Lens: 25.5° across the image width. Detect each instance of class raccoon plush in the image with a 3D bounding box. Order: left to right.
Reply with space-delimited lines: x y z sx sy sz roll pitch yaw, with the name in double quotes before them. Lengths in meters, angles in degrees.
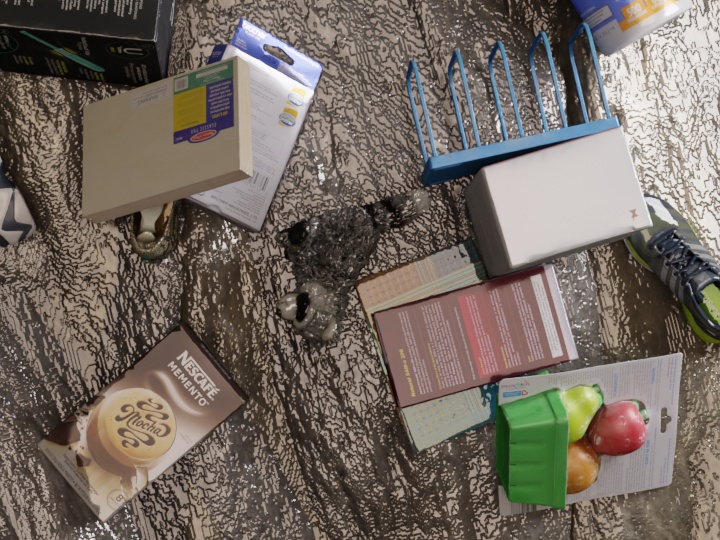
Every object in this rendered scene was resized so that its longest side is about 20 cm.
"raccoon plush" 0.000 0.000 1.699 0.200 0.097 0.134 -20 84 0

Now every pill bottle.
"pill bottle" 0.261 -0.342 1.708 0.112 0.112 0.200 -30 91 -1

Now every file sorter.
"file sorter" 0.155 -0.177 1.692 0.199 0.139 0.123 -12 87 -2

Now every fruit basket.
"fruit basket" 0.242 0.172 1.701 0.200 0.094 0.186 -12 125 -12

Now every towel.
"towel" 0.091 0.082 1.747 0.146 0.022 0.200 -20 88 -3

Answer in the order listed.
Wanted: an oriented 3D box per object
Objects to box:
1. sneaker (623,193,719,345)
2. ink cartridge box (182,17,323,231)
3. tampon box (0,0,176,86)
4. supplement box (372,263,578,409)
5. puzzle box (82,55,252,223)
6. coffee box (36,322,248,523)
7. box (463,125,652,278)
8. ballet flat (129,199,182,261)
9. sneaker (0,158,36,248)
"sneaker" 0.357 -0.004 1.722 0.074 0.081 0.200 -41 91 -2
"ink cartridge box" -0.127 -0.155 1.702 0.119 0.042 0.200 26 83 -31
"tampon box" -0.299 -0.281 1.665 0.199 0.150 0.127 6 77 -2
"supplement box" 0.121 0.071 1.707 0.200 0.061 0.109 -15 87 -3
"puzzle box" -0.202 -0.134 1.649 0.200 0.025 0.133 -14 65 25
"coffee box" -0.230 0.161 1.707 0.200 0.080 0.113 -41 90 -1
"box" 0.201 -0.067 1.658 0.152 0.200 0.107 -16 87 -3
"ballet flat" -0.215 -0.110 1.712 0.068 0.075 0.201 7 89 1
"sneaker" -0.447 -0.102 1.704 0.129 0.079 0.199 -28 100 -10
